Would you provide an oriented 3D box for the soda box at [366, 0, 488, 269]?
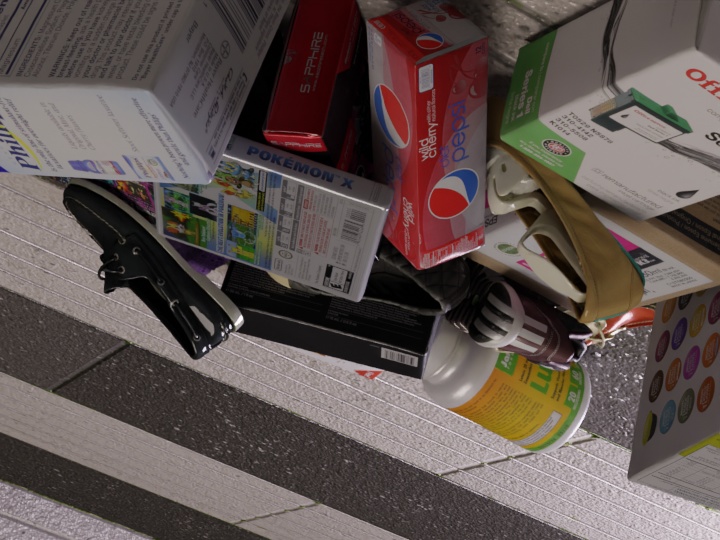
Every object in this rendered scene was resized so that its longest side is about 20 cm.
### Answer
[{"bbox_3d":[0.050,-0.098,1.078,0.070,0.063,0.200,48,153,39],"label":"soda box"}]

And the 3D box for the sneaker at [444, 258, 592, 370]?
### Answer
[{"bbox_3d":[0.148,0.046,1.338,0.115,0.076,0.200,26,-167,-12],"label":"sneaker"}]

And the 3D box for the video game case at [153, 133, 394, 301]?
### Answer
[{"bbox_3d":[-0.073,-0.045,1.131,0.182,0.022,0.200,19,159,1],"label":"video game case"}]

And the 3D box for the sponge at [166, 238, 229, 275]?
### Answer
[{"bbox_3d":[-0.141,-0.046,1.379,0.030,0.112,0.200,27,156,-20],"label":"sponge"}]

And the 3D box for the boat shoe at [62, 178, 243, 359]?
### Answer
[{"bbox_3d":[-0.198,0.003,1.293,0.199,0.066,0.074,44,158,-11],"label":"boat shoe"}]

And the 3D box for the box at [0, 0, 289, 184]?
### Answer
[{"bbox_3d":[-0.176,-0.167,1.026,0.200,0.184,0.105,6,149,26],"label":"box"}]

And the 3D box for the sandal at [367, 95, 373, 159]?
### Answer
[{"bbox_3d":[0.053,-0.099,1.186,0.045,0.075,0.200,1,160,23],"label":"sandal"}]

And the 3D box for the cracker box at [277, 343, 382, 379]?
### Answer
[{"bbox_3d":[-0.049,0.048,1.600,0.200,0.058,0.134,21,157,-10],"label":"cracker box"}]

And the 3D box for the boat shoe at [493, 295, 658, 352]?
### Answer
[{"bbox_3d":[0.215,0.046,1.408,0.200,0.063,0.071,-4,147,38],"label":"boat shoe"}]

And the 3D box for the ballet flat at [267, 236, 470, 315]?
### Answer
[{"bbox_3d":[0.000,0.000,1.274,0.200,0.057,0.067,5,120,27],"label":"ballet flat"}]

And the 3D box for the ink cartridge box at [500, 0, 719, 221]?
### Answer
[{"bbox_3d":[0.217,-0.120,0.999,0.146,0.084,0.200,27,156,-24],"label":"ink cartridge box"}]

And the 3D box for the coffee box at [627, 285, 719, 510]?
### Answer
[{"bbox_3d":[0.368,0.095,1.232,0.200,0.200,0.198,19,155,-8],"label":"coffee box"}]

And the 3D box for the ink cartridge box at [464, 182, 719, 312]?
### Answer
[{"bbox_3d":[0.198,-0.037,1.215,0.165,0.075,0.200,25,157,-22],"label":"ink cartridge box"}]

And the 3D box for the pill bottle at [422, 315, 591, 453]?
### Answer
[{"bbox_3d":[0.136,0.107,1.534,0.200,0.111,0.111,29,154,-26],"label":"pill bottle"}]

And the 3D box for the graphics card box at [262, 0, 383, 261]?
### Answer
[{"bbox_3d":[-0.016,-0.106,1.138,0.051,0.126,0.200,5,154,15],"label":"graphics card box"}]

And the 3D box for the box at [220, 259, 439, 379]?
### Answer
[{"bbox_3d":[-0.019,0.005,1.375,0.200,0.141,0.079,15,159,6],"label":"box"}]

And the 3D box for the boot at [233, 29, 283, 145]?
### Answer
[{"bbox_3d":[-0.134,-0.143,1.212,0.165,0.066,0.200,5,158,9],"label":"boot"}]

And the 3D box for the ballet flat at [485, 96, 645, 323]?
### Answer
[{"bbox_3d":[0.134,-0.046,1.088,0.200,0.063,0.069,54,158,20],"label":"ballet flat"}]

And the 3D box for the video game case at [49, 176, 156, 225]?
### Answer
[{"bbox_3d":[-0.215,-0.120,1.239,0.200,0.036,0.181,23,147,30],"label":"video game case"}]
